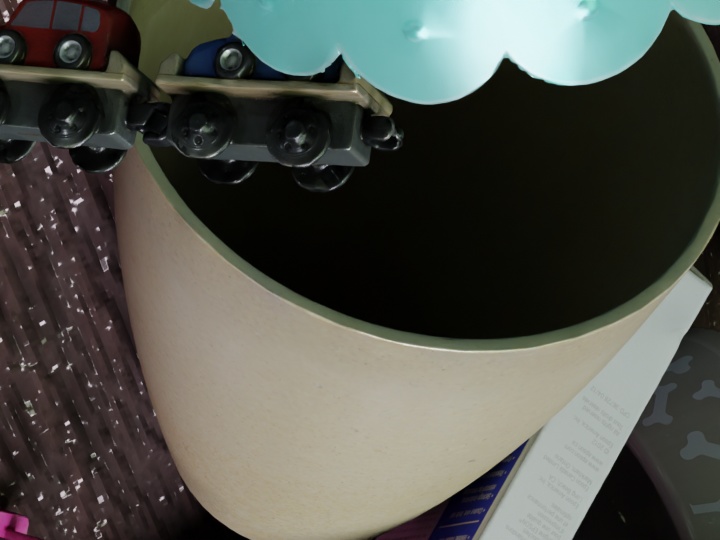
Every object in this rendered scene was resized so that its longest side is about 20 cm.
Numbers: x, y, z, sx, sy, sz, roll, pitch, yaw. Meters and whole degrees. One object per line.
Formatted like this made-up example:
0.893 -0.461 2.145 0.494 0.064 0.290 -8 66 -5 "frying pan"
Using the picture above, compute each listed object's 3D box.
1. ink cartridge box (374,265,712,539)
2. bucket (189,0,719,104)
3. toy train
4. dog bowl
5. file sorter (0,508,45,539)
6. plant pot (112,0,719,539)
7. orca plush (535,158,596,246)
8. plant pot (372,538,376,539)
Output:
0.042 0.082 0.953 0.037 0.095 0.200 38 70 -13 "ink cartridge box"
0.029 -0.157 0.717 0.207 0.207 0.135 -32 138 -16 "bucket"
-0.082 -0.053 0.770 0.034 0.199 0.046 41 57 -67 "toy train"
0.129 0.125 1.086 0.058 0.200 0.201 -15 133 -17 "dog bowl"
-0.157 0.138 0.858 0.199 0.125 0.140 18 83 -48 "file sorter"
0.000 0.000 0.894 0.187 0.188 0.200 -22 154 -26 "plant pot"
0.109 -0.050 1.013 0.105 0.072 0.200 -16 178 37 "orca plush"
-0.031 0.195 1.032 0.200 0.186 0.187 -53 142 -11 "plant pot"
